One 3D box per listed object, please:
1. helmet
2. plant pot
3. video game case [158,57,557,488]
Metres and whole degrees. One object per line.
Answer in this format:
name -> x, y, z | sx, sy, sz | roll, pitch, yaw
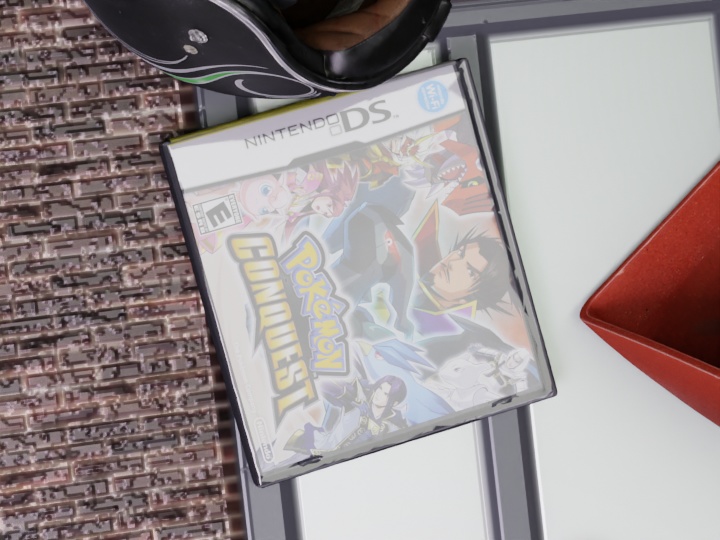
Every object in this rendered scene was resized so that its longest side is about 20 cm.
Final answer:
helmet -> -0.063, -0.184, 1.182 | 0.200, 0.190, 0.201 | -22, 123, -40
plant pot -> 0.278, 0.031, 1.262 | 0.200, 0.200, 0.176 | -45, 110, -7
video game case -> 0.000, 0.000, 1.281 | 0.180, 0.025, 0.201 | -16, 94, -11
